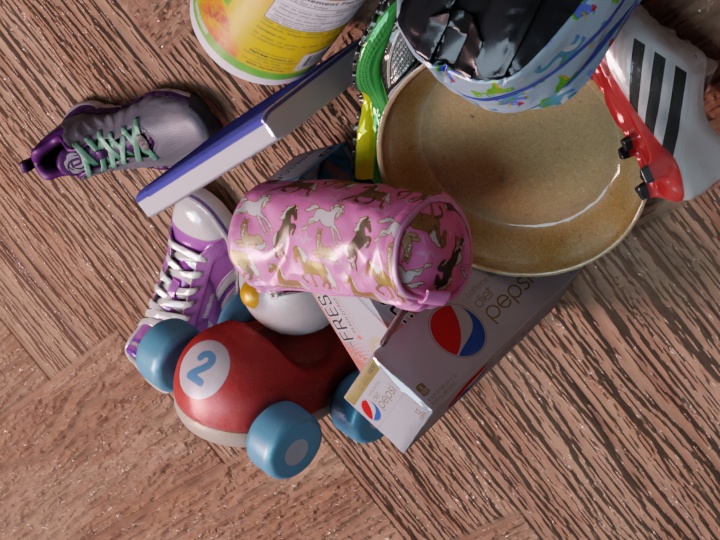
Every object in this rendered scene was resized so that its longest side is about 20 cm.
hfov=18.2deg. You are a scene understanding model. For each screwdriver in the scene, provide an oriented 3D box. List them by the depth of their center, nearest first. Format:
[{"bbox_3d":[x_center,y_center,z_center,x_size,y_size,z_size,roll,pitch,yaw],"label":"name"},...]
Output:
[{"bbox_3d":[0.048,-0.002,1.675,0.029,0.200,0.028,39,131,2],"label":"screwdriver"}]

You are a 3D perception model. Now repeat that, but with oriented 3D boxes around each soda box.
[{"bbox_3d":[0.079,0.046,1.682,0.064,0.200,0.068,42,143,9],"label":"soda box"},{"bbox_3d":[0.000,0.000,1.791,0.068,0.064,0.200,-12,115,51],"label":"soda box"}]

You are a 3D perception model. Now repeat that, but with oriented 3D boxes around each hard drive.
[{"bbox_3d":[-0.082,-0.112,1.761,0.025,0.132,0.200,54,143,-7],"label":"hard drive"}]

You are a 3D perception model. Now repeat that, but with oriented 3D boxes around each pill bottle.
[{"bbox_3d":[-0.040,-0.230,1.632,0.111,0.111,0.200,46,143,3],"label":"pill bottle"}]

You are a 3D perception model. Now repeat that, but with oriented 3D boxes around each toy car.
[{"bbox_3d":[-0.071,0.033,1.866,0.184,0.177,0.200,33,129,38],"label":"toy car"}]

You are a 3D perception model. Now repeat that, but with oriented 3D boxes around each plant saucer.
[{"bbox_3d":[0.112,-0.086,1.625,0.200,0.035,0.200,8,127,10],"label":"plant saucer"}]

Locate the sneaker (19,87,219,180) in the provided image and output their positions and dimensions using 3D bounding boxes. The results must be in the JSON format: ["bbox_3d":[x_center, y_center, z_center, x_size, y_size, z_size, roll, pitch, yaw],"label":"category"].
[{"bbox_3d":[-0.206,-0.103,1.931,0.200,0.088,0.075,-4,120,47],"label":"sneaker"}]

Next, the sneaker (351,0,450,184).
[{"bbox_3d":[0.045,-0.139,1.673,0.085,0.078,0.200,16,137,16],"label":"sneaker"}]

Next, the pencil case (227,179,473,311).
[{"bbox_3d":[-0.008,-0.019,1.647,0.200,0.083,0.087,5,127,47],"label":"pencil case"}]

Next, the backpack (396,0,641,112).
[{"bbox_3d":[0.114,-0.198,1.444,0.163,0.200,0.154,32,170,22],"label":"backpack"}]

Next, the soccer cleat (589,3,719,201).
[{"bbox_3d":[0.194,-0.142,1.519,0.069,0.085,0.200,95,152,-75],"label":"soccer cleat"}]

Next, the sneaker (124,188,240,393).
[{"bbox_3d":[-0.158,0.027,1.978,0.073,0.114,0.201,27,137,29],"label":"sneaker"}]
